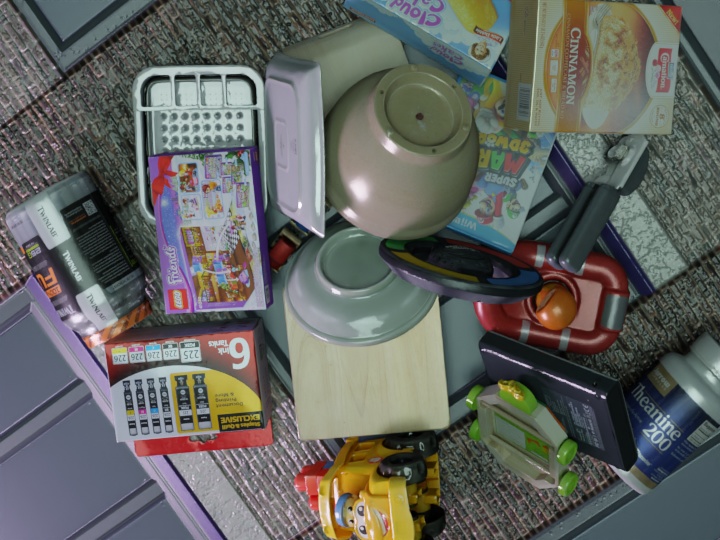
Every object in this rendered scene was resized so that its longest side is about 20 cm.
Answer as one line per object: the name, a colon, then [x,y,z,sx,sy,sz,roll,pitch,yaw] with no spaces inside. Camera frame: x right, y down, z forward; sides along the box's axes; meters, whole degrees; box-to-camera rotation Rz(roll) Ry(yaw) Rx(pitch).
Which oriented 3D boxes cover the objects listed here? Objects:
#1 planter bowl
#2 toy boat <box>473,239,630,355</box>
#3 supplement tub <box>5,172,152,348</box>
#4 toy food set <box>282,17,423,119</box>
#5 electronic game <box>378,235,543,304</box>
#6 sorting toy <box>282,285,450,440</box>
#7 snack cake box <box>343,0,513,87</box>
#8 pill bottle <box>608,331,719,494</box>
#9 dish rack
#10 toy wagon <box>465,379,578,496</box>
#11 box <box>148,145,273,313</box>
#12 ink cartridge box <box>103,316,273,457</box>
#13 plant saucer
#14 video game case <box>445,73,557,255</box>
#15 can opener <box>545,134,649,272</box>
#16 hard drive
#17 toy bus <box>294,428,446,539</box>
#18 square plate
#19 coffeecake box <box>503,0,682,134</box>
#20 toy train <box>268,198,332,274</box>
planter bowl: [0.056,-0.155,1.562,0.197,0.135,0.203,6,65,-14]
toy boat: [0.238,0.038,1.670,0.197,0.131,0.133,10,100,2]
supplement tub: [-0.353,-0.012,1.709,0.121,0.123,0.202,-28,96,8]
toy food set: [0.000,-0.208,1.689,0.142,0.060,0.203,-21,99,-4]
electronic game: [0.118,-0.006,1.575,0.197,0.200,0.042,12,104,2]
sorting toy: [0.010,0.105,1.729,0.196,0.070,0.203,-5,99,5]
snack cake box: [0.092,-0.329,1.632,0.198,0.067,0.116,29,77,-2]
pill bottle: [0.391,0.176,1.692,0.111,0.111,0.200,43,100,-4]
dish rack: [-0.201,-0.159,1.713,0.169,0.044,0.203,0,100,3]
toy wagon: [0.203,0.197,1.678,0.154,0.201,0.040,30,58,31]
box: [-0.187,-0.050,1.683,0.135,0.039,0.203,-2,101,13]
ink cartridge box: [-0.219,0.163,1.749,0.197,0.084,0.178,-6,100,5]
plant saucer: [0.000,0.000,1.655,0.197,0.202,0.051,-5,140,5]
video game case: [0.158,-0.139,1.669,0.141,0.018,0.202,22,81,0]
can opener: [0.299,-0.082,1.645,0.066,0.052,0.201,41,76,-27]
hard drive: [0.241,0.159,1.650,0.033,0.199,0.141,-44,132,-26]
toy bus: [0.006,0.284,1.701,0.189,0.200,0.138,-2,103,12]
square plate: [-0.083,-0.154,1.614,0.028,0.198,0.203,-5,103,-17]
coffeecake box: [0.278,-0.244,1.610,0.197,0.073,0.156,-2,101,-22]
toy train: [-0.100,-0.028,1.707,0.034,0.046,0.200,39,113,-2]
